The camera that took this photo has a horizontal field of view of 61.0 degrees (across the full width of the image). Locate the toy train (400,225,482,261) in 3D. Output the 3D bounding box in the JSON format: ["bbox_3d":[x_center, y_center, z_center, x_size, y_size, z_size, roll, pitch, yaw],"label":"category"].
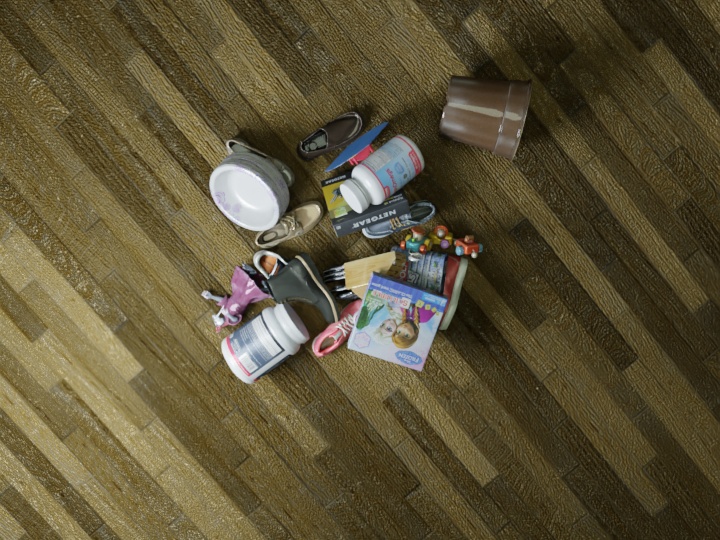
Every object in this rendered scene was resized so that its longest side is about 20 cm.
[{"bbox_3d":[0.204,-0.076,1.558,0.198,0.150,0.056,-6,114,-16],"label":"toy train"}]

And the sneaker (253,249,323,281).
[{"bbox_3d":[-0.193,0.009,1.612,0.198,0.079,0.079,24,93,-4],"label":"sneaker"}]

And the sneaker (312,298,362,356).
[{"bbox_3d":[-0.048,0.161,1.621,0.074,0.087,0.200,44,93,-5],"label":"sneaker"}]

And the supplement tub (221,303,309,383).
[{"bbox_3d":[-0.247,0.186,1.595,0.199,0.140,0.141,-35,94,2],"label":"supplement tub"}]

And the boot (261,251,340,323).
[{"bbox_3d":[-0.152,0.074,1.564,0.138,0.077,0.201,-34,96,-22],"label":"boot"}]

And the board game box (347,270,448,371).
[{"bbox_3d":[0.091,0.126,1.512,0.198,0.041,0.202,17,104,-4],"label":"board game box"}]

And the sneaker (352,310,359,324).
[{"bbox_3d":[0.083,0.153,1.585,0.198,0.112,0.072,15,100,-18],"label":"sneaker"}]

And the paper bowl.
[{"bbox_3d":[-0.272,-0.208,1.550,0.199,0.105,0.202,15,137,15],"label":"paper bowl"}]

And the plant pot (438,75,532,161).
[{"bbox_3d":[0.306,-0.395,1.531,0.196,0.200,0.203,14,95,6],"label":"plant pot"}]

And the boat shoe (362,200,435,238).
[{"bbox_3d":[0.099,-0.138,1.593,0.198,0.091,0.072,-20,95,1],"label":"boat shoe"}]

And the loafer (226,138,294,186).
[{"bbox_3d":[-0.264,-0.278,1.592,0.199,0.063,0.072,31,93,-3],"label":"loafer"}]

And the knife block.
[{"bbox_3d":[0.000,0.000,1.579,0.175,0.064,0.201,39,104,28],"label":"knife block"}]

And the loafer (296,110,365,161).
[{"bbox_3d":[-0.075,-0.346,1.583,0.199,0.071,0.073,-32,95,2],"label":"loafer"}]

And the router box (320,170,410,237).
[{"bbox_3d":[0.010,-0.189,1.566,0.198,0.052,0.158,-19,56,1],"label":"router box"}]

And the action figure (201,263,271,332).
[{"bbox_3d":[-0.324,0.083,1.625,0.148,0.134,0.201,20,112,-44],"label":"action figure"}]

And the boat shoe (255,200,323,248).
[{"bbox_3d":[-0.185,-0.116,1.606,0.199,0.065,0.072,-32,95,3],"label":"boat shoe"}]

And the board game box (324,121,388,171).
[{"bbox_3d":[0.002,-0.296,1.528,0.157,0.200,0.039,-22,114,41],"label":"board game box"}]

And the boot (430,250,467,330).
[{"bbox_3d":[0.192,0.048,1.624,0.143,0.072,0.202,14,88,0],"label":"boot"}]

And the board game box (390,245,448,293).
[{"bbox_3d":[0.115,0.043,1.589,0.198,0.062,0.203,9,99,20],"label":"board game box"}]

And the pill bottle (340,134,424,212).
[{"bbox_3d":[0.051,-0.232,1.485,0.200,0.109,0.109,-40,94,-13],"label":"pill bottle"}]
